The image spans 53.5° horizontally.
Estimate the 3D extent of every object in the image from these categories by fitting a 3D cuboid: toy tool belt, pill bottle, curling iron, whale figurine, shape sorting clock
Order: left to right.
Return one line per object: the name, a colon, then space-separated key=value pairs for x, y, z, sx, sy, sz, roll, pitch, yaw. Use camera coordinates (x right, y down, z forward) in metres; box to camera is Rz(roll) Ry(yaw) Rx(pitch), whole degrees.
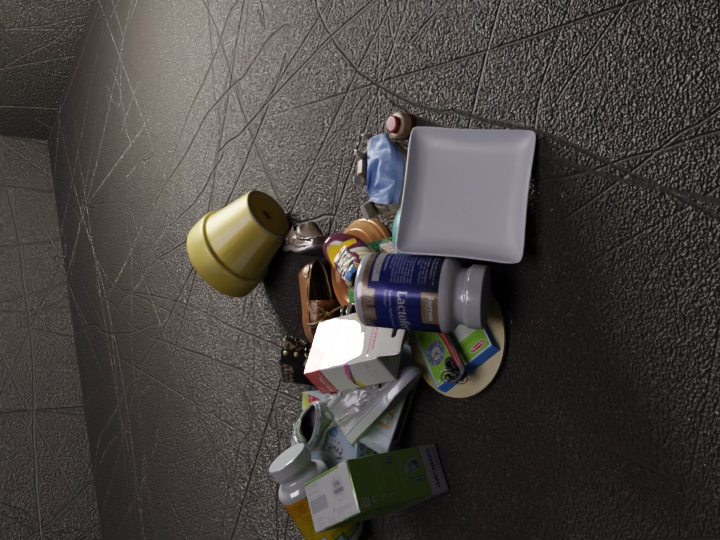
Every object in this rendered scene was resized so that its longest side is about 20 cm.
pill bottle: x=-0.088 y=0.440 z=1.374 sx=0.112 sy=0.112 sz=0.202 roll=-23 pitch=102 yaw=50
toy tool belt: x=0.045 y=-0.186 z=1.260 sx=0.124 sy=0.121 sz=0.206 roll=-11 pitch=81 yaw=52
pill bottle: x=0.097 y=0.035 z=1.102 sx=0.195 sy=0.115 sz=0.119 roll=3 pitch=92 yaw=20
curling iron: x=0.122 y=0.095 z=1.162 sx=0.049 sy=0.025 sz=0.203 roll=-41 pitch=58 yaw=34
whale figurine: x=0.133 y=-0.078 z=1.149 sx=0.198 sy=0.103 sz=0.163 roll=-30 pitch=69 yaw=36
shape sorting clock: x=0.156 y=0.105 z=1.173 sx=0.197 sy=0.039 sz=0.206 roll=-6 pitch=82 yaw=47

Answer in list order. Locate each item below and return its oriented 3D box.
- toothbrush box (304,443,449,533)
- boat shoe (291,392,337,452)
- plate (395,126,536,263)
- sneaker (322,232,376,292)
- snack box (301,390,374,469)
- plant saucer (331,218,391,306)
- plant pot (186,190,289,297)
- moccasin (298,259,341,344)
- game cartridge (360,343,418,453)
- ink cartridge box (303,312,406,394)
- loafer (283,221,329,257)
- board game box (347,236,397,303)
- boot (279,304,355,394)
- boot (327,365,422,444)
toothbrush box: x=0.027 y=0.368 z=1.213 sx=0.145 sy=0.196 sz=0.088 roll=-42 pitch=57 yaw=44
boat shoe: x=-0.098 y=0.304 z=1.403 sx=0.202 sy=0.063 sz=0.076 roll=-50 pitch=50 yaw=47
plate: x=0.161 y=-0.116 z=1.092 sx=0.195 sy=0.032 sz=0.205 roll=6 pitch=81 yaw=19
sneaker: x=-0.008 y=-0.009 z=1.265 sx=0.198 sy=0.089 sz=0.076 roll=34 pitch=106 yaw=32
snack box: x=-0.049 y=0.334 z=1.437 sx=0.198 sy=0.052 sz=0.146 roll=7 pitch=95 yaw=53
plant saucer: x=0.000 y=0.000 z=1.390 sx=0.198 sy=0.037 sz=0.206 roll=-2 pitch=87 yaw=54
plant pot: x=-0.267 y=-0.075 z=1.642 sx=0.188 sy=0.199 sz=0.204 roll=-39 pitch=58 yaw=27
moccasin: x=-0.079 y=0.076 z=1.475 sx=0.078 sy=0.072 sz=0.206 roll=-45 pitch=45 yaw=53
game cartridge: x=0.033 y=0.220 z=1.298 sx=0.131 sy=0.041 sz=0.205 roll=22 pitch=101 yaw=30
ink cartridge box: x=0.009 y=0.133 z=1.227 sx=0.197 sy=0.068 sz=0.118 roll=-16 pitch=40 yaw=32
loafer: x=-0.114 y=-0.069 z=1.501 sx=0.199 sy=0.071 sz=0.073 roll=8 pitch=91 yaw=62
board game box: x=0.055 y=-0.006 z=1.285 sx=0.197 sy=0.023 sz=0.108 roll=-11 pitch=83 yaw=37
boot: x=-0.080 y=0.152 z=1.388 sx=0.147 sy=0.074 sz=0.204 roll=9 pitch=120 yaw=9
boot: x=0.017 y=0.208 z=1.243 sx=0.096 sy=0.073 sz=0.200 roll=50 pitch=116 yaw=18
